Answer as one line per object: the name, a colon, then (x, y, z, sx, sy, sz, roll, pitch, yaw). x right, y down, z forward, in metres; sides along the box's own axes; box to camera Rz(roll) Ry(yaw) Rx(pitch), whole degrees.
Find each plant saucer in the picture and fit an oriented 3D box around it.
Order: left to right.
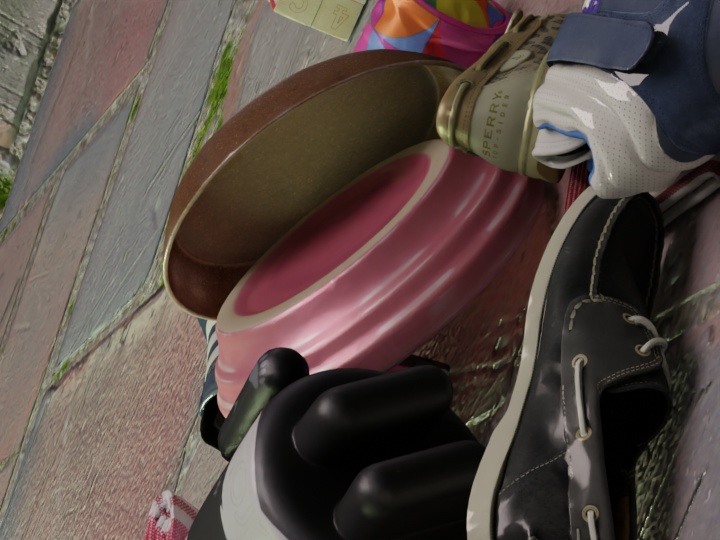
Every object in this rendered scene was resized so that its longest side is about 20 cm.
plant saucer: (-0.023, -0.050, 1.580, 0.034, 0.200, 0.200, 55, 133, 27)
plant saucer: (0.000, 0.000, 1.504, 0.201, 0.051, 0.201, -37, 13, 10)

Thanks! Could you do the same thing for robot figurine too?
robot figurine: (-0.010, 0.124, 1.385, 0.200, 0.125, 0.150, 122, 166, -48)

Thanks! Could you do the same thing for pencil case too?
pencil case: (0.010, -0.079, 1.700, 0.200, 0.088, 0.088, -60, 16, 25)

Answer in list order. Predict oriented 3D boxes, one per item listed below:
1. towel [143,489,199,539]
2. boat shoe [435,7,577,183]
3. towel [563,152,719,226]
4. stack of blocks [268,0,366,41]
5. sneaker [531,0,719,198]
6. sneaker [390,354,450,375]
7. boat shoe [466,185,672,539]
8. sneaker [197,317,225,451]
towel: (-0.070, 0.226, 1.456, 0.030, 0.146, 0.200, -11, 51, 35)
boat shoe: (0.075, -0.089, 1.431, 0.200, 0.063, 0.073, -60, -21, -80)
towel: (0.143, -0.100, 1.355, 0.144, 0.023, 0.200, -42, 31, 57)
stack of blocks: (-0.002, -0.271, 2.074, 0.115, 0.059, 0.200, -114, 47, -71)
sneaker: (0.112, -0.116, 1.278, 0.146, 0.081, 0.200, -46, 36, 18)
sneaker: (-0.025, 0.094, 1.582, 0.200, 0.080, 0.086, 147, 141, -69)
boat shoe: (0.102, 0.048, 1.229, 0.068, 0.072, 0.200, -6, 49, 30)
sneaker: (-0.071, 0.067, 1.797, 0.085, 0.075, 0.200, -64, 14, 1)
